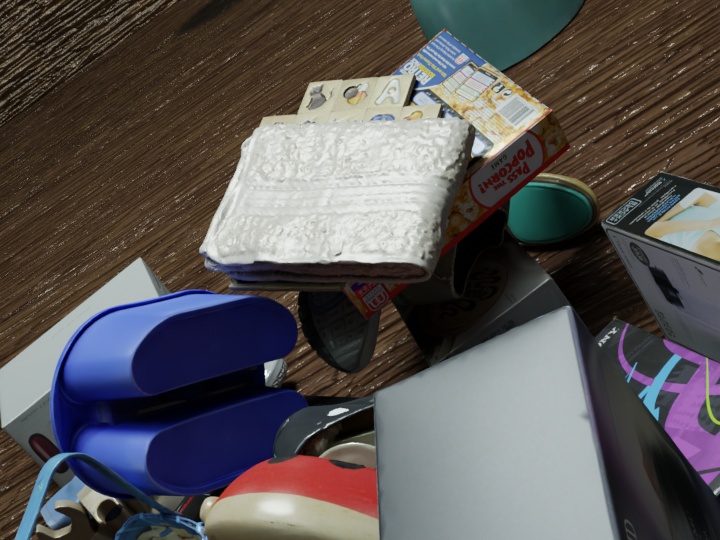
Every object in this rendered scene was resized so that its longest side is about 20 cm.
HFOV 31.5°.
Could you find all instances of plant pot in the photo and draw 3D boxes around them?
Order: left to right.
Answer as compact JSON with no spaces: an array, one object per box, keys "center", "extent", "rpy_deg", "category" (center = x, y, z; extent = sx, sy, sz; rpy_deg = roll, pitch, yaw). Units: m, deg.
[{"center":[0.142,-0.350,1.517],"extent":[0.200,0.161,0.201],"rpy_deg":[-30,25,16],"category":"plant pot"}]

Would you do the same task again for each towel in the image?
[{"center":[-0.020,-0.053,0.923],"extent":[0.199,0.035,0.133],"rpy_deg":[0,57,32],"category":"towel"}]

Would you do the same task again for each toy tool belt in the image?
[{"center":[-0.221,0.202,1.105],"extent":[0.200,0.123,0.125],"rpy_deg":[-44,26,-13],"category":"toy tool belt"}]

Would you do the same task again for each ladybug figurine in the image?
[{"center":[-0.002,0.167,0.804],"extent":[0.136,0.199,0.072],"rpy_deg":[110,177,-63],"category":"ladybug figurine"}]

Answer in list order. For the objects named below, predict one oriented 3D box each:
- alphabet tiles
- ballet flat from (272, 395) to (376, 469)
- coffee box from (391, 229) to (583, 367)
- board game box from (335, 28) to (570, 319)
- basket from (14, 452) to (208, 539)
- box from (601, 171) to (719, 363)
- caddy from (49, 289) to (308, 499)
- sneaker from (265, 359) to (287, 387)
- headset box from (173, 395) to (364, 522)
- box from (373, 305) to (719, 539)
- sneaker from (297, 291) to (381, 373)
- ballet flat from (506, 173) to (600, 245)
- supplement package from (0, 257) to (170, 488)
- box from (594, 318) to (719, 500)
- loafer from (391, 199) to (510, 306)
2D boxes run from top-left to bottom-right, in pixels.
[{"center":[-0.027,-0.069,0.969],"extent":[0.165,0.006,0.201],"rpy_deg":[-1,56,32],"category":"alphabet tiles"},{"center":[0.037,0.110,0.862],"extent":[0.199,0.073,0.073],"rpy_deg":[-14,28,5],"category":"ballet flat"},{"center":[0.095,0.029,1.030],"extent":[0.113,0.080,0.200],"rpy_deg":[-37,25,4],"category":"coffee box"},{"center":[0.036,-0.079,0.975],"extent":[0.200,0.046,0.152],"rpy_deg":[-39,45,-2],"category":"board game box"},{"center":[-0.157,0.239,0.846],"extent":[0.139,0.200,0.177],"rpy_deg":[-5,54,47],"category":"basket"},{"center":[0.251,0.015,0.811],"extent":[0.060,0.117,0.200],"rpy_deg":[-38,23,-8],"category":"box"},{"center":[-0.132,0.090,0.940],"extent":[0.105,0.142,0.199],"rpy_deg":[-3,7,44],"category":"caddy"},{"center":[-0.172,0.112,1.194],"extent":[0.199,0.115,0.075],"rpy_deg":[-32,18,13],"category":"sneaker"},{"center":[-0.036,0.172,0.966],"extent":[0.199,0.075,0.149],"rpy_deg":[-4,41,50],"category":"headset box"},{"center":[0.108,0.163,0.610],"extent":[0.123,0.198,0.201],"rpy_deg":[-27,38,21],"category":"box"},{"center":[0.000,0.000,1.031],"extent":[0.074,0.087,0.201],"rpy_deg":[-22,46,26],"category":"sneaker"},{"center":[0.135,-0.056,1.144],"extent":[0.199,0.069,0.063],"rpy_deg":[-11,22,42],"category":"ballet flat"},{"center":[-0.264,0.109,1.333],"extent":[0.200,0.111,0.156],"rpy_deg":[-39,24,-2],"category":"supplement package"},{"center":[0.181,0.112,0.830],"extent":[0.143,0.036,0.200],"rpy_deg":[-43,24,-10],"category":"box"},{"center":[0.093,-0.049,1.003],"extent":[0.069,0.075,0.201],"rpy_deg":[16,65,35],"category":"loafer"}]
